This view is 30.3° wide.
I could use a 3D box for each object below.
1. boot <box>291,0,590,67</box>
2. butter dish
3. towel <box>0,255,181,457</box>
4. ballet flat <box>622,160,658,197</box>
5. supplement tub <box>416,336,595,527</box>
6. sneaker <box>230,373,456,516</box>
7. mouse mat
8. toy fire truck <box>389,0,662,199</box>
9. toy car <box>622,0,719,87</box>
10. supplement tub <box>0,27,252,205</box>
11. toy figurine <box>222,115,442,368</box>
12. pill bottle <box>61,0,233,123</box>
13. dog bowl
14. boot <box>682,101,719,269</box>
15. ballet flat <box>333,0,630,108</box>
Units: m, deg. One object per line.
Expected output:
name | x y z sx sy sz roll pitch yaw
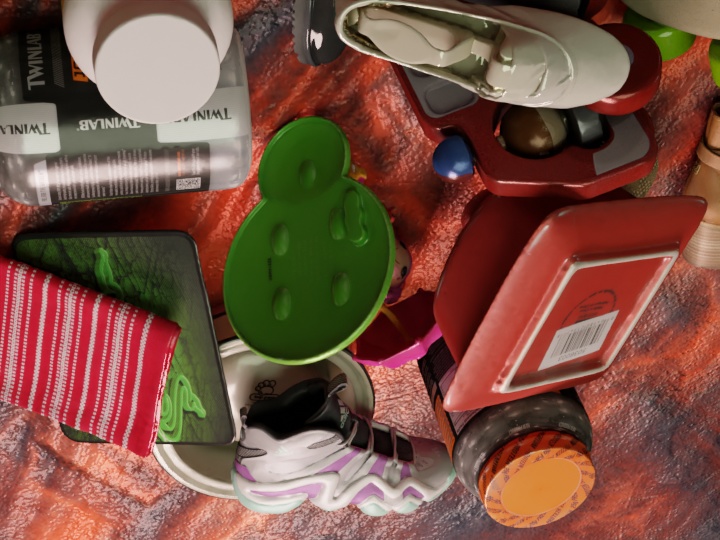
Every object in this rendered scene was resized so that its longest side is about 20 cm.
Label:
boot | 0.058 -0.197 0.914 0.199 0.066 0.165 13 128 8
butter dish | 0.135 -0.008 1.036 0.200 0.148 0.200 -8 134 -41
towel | -0.248 0.067 1.075 0.199 0.023 0.145 20 124 2
ballet flat | 0.174 -0.030 1.137 0.200 0.065 0.071 -32 133 11
supplement tub | 0.125 0.116 1.154 0.122 0.200 0.123 -8 131 -9
sneaker | -0.008 0.138 1.120 0.199 0.078 0.140 -4 130 -13
mouse mat | -0.190 0.058 1.078 0.160 0.008 0.201 -1 118 15
toy fire truck | 0.117 -0.131 0.959 0.167 0.200 0.112 -21 153 -2
toy car | 0.285 -0.261 0.963 0.200 0.158 0.165 -43 137 -17
supplement tub | -0.181 -0.110 0.934 0.199 0.123 0.123 -6 130 -12
toy figurine | 0.000 0.000 1.075 0.150 0.201 0.184 -15 156 25
pill bottle | -0.137 -0.177 0.840 0.104 0.200 0.105 -8 130 -10
dog bowl | -0.091 0.108 1.172 0.199 0.074 0.201 -7 130 -9
boot | 0.377 -0.084 1.155 0.199 0.077 0.156 -3 125 -4
ballet flat | 0.073 -0.141 0.863 0.199 0.070 0.070 17 127 7
